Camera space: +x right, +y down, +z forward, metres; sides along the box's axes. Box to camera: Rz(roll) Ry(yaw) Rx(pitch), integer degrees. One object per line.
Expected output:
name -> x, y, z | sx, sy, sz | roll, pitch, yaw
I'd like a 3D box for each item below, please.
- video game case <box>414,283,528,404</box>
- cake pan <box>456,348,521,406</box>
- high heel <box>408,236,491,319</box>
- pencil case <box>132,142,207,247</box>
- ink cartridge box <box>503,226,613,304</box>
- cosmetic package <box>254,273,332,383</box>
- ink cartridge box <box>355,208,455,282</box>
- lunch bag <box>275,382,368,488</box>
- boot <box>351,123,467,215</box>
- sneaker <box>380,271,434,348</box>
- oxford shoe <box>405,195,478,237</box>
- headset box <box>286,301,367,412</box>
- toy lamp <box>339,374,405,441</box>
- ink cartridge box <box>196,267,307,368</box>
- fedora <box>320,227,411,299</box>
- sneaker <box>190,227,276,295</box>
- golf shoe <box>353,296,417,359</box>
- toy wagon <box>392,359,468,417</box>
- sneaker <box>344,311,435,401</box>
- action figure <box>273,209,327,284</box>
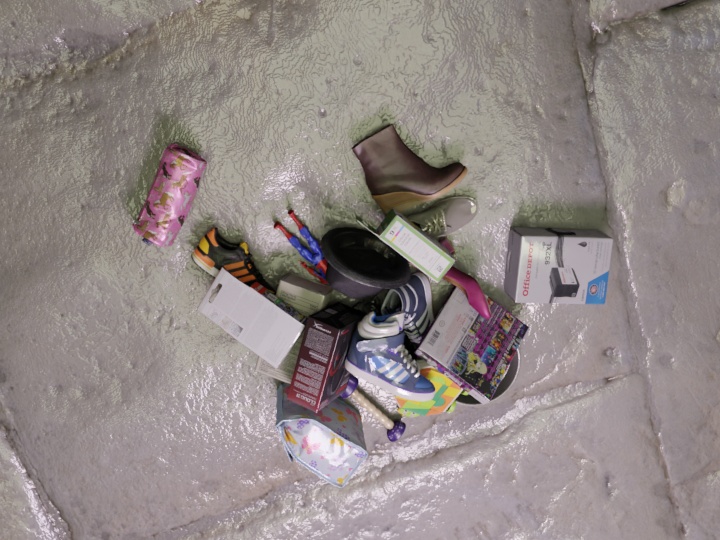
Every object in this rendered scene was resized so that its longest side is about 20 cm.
video game case -> 0.232, 0.143, 1.652 | 0.180, 0.036, 0.201 | 35, 61, -1
cake pan -> 0.249, 0.197, 1.742 | 0.198, 0.037, 0.203 | -2, 105, -6
high heel -> 0.186, 0.032, 1.646 | 0.096, 0.068, 0.201 | -31, 67, -4
pencil case -> -0.373, -0.146, 1.564 | 0.082, 0.086, 0.202 | 30, 101, 19
ink cartridge box -> 0.414, -0.010, 1.681 | 0.197, 0.084, 0.147 | 1, 105, -6
cosmetic package -> -0.136, 0.120, 1.646 | 0.102, 0.087, 0.202 | 20, 103, 7
ink cartridge box -> 0.086, -0.066, 1.565 | 0.199, 0.104, 0.060 | 36, 98, -8
lunch bag -> -0.096, 0.332, 1.673 | 0.199, 0.170, 0.127 | 37, 101, -17
boot -> 0.099, -0.216, 1.598 | 0.198, 0.072, 0.168 | -25, 108, 5
sneaker -> 0.106, 0.114, 1.663 | 0.108, 0.070, 0.202 | -20, 103, -43
oxford shoe -> 0.152, -0.098, 1.645 | 0.198, 0.058, 0.076 | -18, 104, -3
headset box -> -0.068, 0.180, 1.607 | 0.074, 0.148, 0.202 | 21, 106, 18
toy lamp -> 0.013, 0.289, 1.734 | 0.058, 0.058, 0.200 | -43, 107, 6
ink cartridge box -> -0.211, 0.088, 1.581 | 0.199, 0.050, 0.109 | 36, 105, 2
fedora -> 0.000, 0.000, 1.604 | 0.199, 0.201, 0.092 | 21, 123, -11
sneaker -> -0.239, -0.007, 1.619 | 0.199, 0.070, 0.090 | 33, 102, -11
golf shoe -> 0.046, 0.149, 1.699 | 0.094, 0.078, 0.201 | -31, 105, 21
toy wagon -> 0.135, 0.261, 1.699 | 0.154, 0.040, 0.201 | 20, 131, -13
sneaker -> 0.078, 0.159, 1.574 | 0.198, 0.081, 0.148 | 22, 106, -4
action figure -> -0.094, -0.031, 1.642 | 0.065, 0.052, 0.200 | -41, 108, 2
